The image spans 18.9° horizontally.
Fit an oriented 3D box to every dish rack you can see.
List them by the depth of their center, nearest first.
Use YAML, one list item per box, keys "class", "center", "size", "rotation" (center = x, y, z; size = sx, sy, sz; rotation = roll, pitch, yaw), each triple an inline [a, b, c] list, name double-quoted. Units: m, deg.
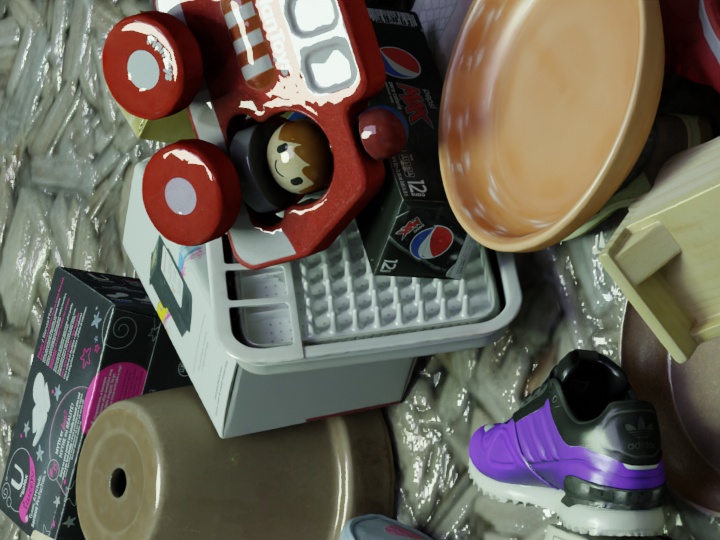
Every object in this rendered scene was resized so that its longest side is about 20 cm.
- class: "dish rack"
  center: [0.000, 0.000, 1.427]
  size: [0.044, 0.198, 0.173]
  rotation: [84, 177, -46]

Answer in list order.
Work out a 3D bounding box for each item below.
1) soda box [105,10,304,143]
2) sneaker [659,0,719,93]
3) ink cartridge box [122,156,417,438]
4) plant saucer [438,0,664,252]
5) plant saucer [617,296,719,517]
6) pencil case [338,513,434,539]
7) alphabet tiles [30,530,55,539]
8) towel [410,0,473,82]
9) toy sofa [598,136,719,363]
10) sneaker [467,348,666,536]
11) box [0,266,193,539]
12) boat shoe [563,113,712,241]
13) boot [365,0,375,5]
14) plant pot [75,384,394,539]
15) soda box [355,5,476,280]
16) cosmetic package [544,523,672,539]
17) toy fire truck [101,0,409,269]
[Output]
- class: "soda box"
  center: [-0.074, -0.123, 1.524]
  size: [0.068, 0.199, 0.064]
  rotation: [55, 127, 41]
- class: "sneaker"
  center: [0.201, -0.129, 1.293]
  size: [0.201, 0.078, 0.116]
  rotation: [-104, 33, -43]
- class: "ink cartridge box"
  center: [-0.065, 0.007, 1.523]
  size: [0.201, 0.145, 0.083]
  rotation: [59, 147, 38]
- class: "plant saucer"
  center: [0.116, -0.107, 1.281]
  size: [0.200, 0.037, 0.202]
  rotation: [-31, 53, 51]
- class: "plant saucer"
  center: [0.230, 0.042, 1.245]
  size: [0.199, 0.034, 0.202]
  rotation: [-11, 76, 51]
- class: "pencil case"
  center: [-0.007, 0.266, 1.465]
  size: [0.201, 0.082, 0.091]
  rotation: [-68, 24, 16]
- class: "alphabet tiles"
  center: [-0.140, 0.238, 1.541]
  size: [0.015, 0.195, 0.200]
  rotation: [-63, 19, -10]
- class: "towel"
  center: [0.092, -0.180, 1.424]
  size: [0.201, 0.032, 0.191]
  rotation: [-65, 29, 26]
- class: "toy sofa"
  center: [0.234, -0.033, 1.163]
  size: [0.083, 0.098, 0.199]
  rotation: [50, 137, -12]
- class: "sneaker"
  center: [0.128, 0.095, 1.307]
  size: [0.200, 0.069, 0.101]
  rotation: [-167, 77, -66]
- class: "box"
  center: [-0.183, 0.112, 1.678]
  size: [0.115, 0.131, 0.202]
  rotation: [29, 106, 53]
- class: "boat shoe"
  center: [0.135, -0.066, 1.335]
  size: [0.200, 0.066, 0.072]
  rotation: [-13, 61, 60]
- class: "boot"
  center: [-0.026, -0.220, 1.498]
  size: [0.067, 0.200, 0.131]
  rotation: [29, 116, 13]
- class: "plant pot"
  center: [-0.100, 0.155, 1.533]
  size: [0.199, 0.174, 0.202]
  rotation: [-10, 76, 49]
- class: "soda box"
  center: [0.023, -0.086, 1.421]
  size: [0.201, 0.063, 0.071]
  rotation: [-107, 28, -43]
- class: "cosmetic package"
  center: [0.150, 0.258, 1.266]
  size: [0.103, 0.087, 0.202]
  rotation: [18, 97, 50]
- class: "toy fire truck"
  center: [-0.055, -0.107, 1.357]
  size: [0.167, 0.112, 0.202]
  rotation: [-15, 95, 35]
